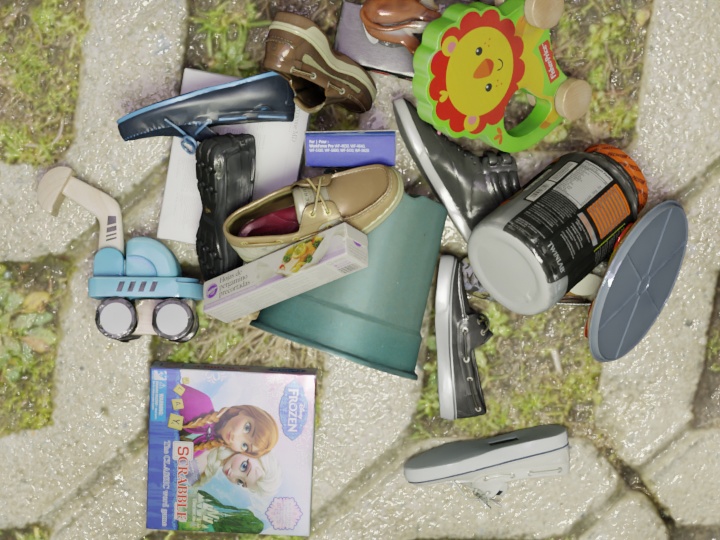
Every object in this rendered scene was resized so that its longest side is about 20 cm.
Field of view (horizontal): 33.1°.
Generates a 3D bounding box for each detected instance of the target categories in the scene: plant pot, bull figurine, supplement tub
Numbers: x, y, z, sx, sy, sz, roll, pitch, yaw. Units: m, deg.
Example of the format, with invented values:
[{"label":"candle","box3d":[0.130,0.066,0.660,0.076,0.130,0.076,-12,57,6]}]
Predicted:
[{"label":"plant pot","box3d":[0.000,0.000,1.364,0.200,0.200,0.197,19,89,-2]},{"label":"bull figurine","box3d":[0.065,-0.315,1.340,0.121,0.065,0.200,23,55,-1]},{"label":"supplement tub","box3d":[0.224,-0.051,1.350,0.200,0.122,0.123,-38,96,-29]}]

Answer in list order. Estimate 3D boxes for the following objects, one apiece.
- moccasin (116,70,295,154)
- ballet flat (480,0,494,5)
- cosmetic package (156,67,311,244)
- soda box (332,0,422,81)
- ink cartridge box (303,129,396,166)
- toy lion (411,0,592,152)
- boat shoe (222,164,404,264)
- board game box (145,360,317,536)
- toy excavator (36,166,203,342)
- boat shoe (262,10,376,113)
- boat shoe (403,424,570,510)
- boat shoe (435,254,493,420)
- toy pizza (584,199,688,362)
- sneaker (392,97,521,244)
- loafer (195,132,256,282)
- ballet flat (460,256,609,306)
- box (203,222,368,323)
[{"label":"moccasin","box3d":[-0.169,-0.167,1.344,0.199,0.080,0.068,-14,100,3]},{"label":"ballet flat","box3d":[0.151,-0.352,1.383,0.071,0.069,0.200,-32,92,22]},{"label":"cosmetic package","box3d":[-0.144,-0.123,1.412,0.150,0.052,0.201,11,97,2]},{"label":"soda box","box3d":[0.069,-0.252,1.391,0.199,0.063,0.071,13,97,-2]},{"label":"ink cartridge box","box3d":[-0.011,-0.132,1.336,0.099,0.200,0.039,0,93,1]},{"label":"toy lion","box3d":[0.146,-0.208,1.314,0.192,0.069,0.200,-40,130,-15]},{"label":"boat shoe","box3d":[-0.052,-0.062,1.272,0.200,0.066,0.074,-24,62,15]},{"label":"board game box","box3d":[-0.154,0.214,1.457,0.199,0.041,0.201,2,97,0]},{"label":"toy excavator","box3d":[-0.278,-0.018,1.414,0.194,0.100,0.201,1,84,-2]},{"label":"boat shoe","box3d":[-0.050,-0.208,1.336,0.075,0.202,0.075,15,81,32]},{"label":"boat shoe","box3d":[0.155,0.247,1.449,0.201,0.075,0.086,-12,99,-8]},{"label":"boat shoe","box3d":[0.123,0.080,1.423,0.066,0.070,0.201,-1,99,7]},{"label":"toy pizza","box3d":[0.308,0.010,1.373,0.032,0.200,0.201,28,97,32]},{"label":"sneaker","box3d":[0.119,-0.131,1.404,0.099,0.071,0.200,-32,101,2]},{"label":"loafer","box3d":[-0.143,-0.058,1.354,0.070,0.068,0.201,-17,125,-32]},{"label":"ballet flat","box3d":[0.212,0.008,1.417,0.200,0.072,0.072,2,97,0]},{"label":"box","box3d":[-0.081,0.004,1.282,0.200,0.041,0.039,-22,55,32]}]
